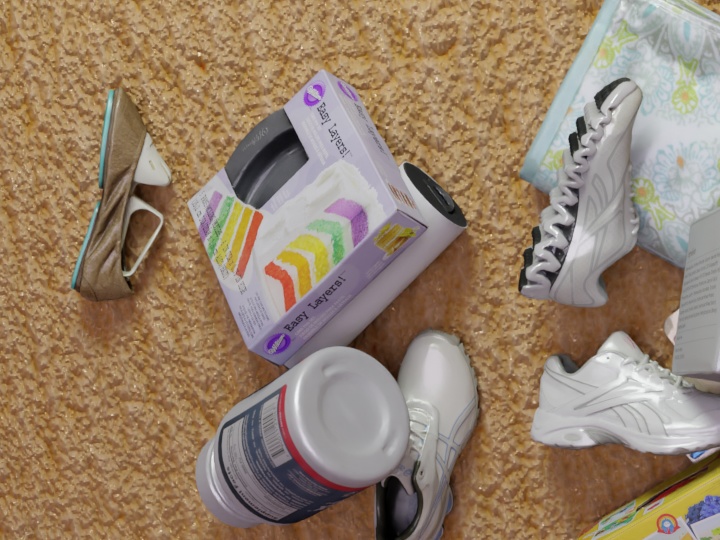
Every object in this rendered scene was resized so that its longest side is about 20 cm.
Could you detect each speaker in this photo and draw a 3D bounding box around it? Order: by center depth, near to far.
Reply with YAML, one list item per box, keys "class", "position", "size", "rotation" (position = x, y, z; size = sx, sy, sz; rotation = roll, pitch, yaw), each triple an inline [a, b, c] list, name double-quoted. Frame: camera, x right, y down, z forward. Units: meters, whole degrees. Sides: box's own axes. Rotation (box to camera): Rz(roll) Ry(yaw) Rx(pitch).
- class: "speaker"
  position: [0.000, 0.000, 1.440]
  size: [0.200, 0.081, 0.081]
  rotation: [-45, 82, 17]

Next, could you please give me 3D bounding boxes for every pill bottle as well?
- class: "pill bottle"
  position: [-0.057, 0.153, 1.421]
  size: [0.200, 0.119, 0.120]
  rotation: [-34, 84, 50]

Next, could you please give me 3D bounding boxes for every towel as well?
- class: "towel"
  position: [0.248, -0.125, 1.365]
  size: [0.170, 0.048, 0.201]
  rotation: [30, 104, 13]

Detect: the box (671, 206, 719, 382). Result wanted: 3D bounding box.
- class: "box"
  position: [0.353, 0.029, 1.241]
  size: [0.197, 0.200, 0.132]
  rotation: [8, 86, 3]

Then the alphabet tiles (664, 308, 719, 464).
- class: "alphabet tiles"
  position: [0.349, 0.095, 1.373]
  size: [0.195, 0.015, 0.201]
  rotation: [-39, 84, 17]

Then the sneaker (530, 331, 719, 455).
- class: "sneaker"
  position: [0.231, 0.101, 1.366]
  size: [0.199, 0.078, 0.100]
  rotation: [-1, 90, 29]

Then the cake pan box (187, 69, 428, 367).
- class: "cake pan box"
  position: [-0.051, -0.050, 1.418]
  size: [0.184, 0.052, 0.201]
  rotation: [-40, 48, 17]

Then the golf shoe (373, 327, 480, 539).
- class: "golf shoe"
  position: [0.052, 0.153, 1.430]
  size: [0.078, 0.097, 0.202]
  rotation: [8, 96, 18]

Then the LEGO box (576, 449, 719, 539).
- class: "LEGO box"
  position: [0.298, 0.241, 1.360]
  size: [0.199, 0.077, 0.149]
  rotation: [-35, 90, 21]

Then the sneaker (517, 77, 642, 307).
- class: "sneaker"
  position: [0.194, -0.060, 1.337]
  size: [0.080, 0.075, 0.201]
  rotation: [19, 115, 1]

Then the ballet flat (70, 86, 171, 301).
- class: "ballet flat"
  position: [-0.214, -0.065, 1.513]
  size: [0.072, 0.068, 0.202]
  rotation: [12, 100, -5]
